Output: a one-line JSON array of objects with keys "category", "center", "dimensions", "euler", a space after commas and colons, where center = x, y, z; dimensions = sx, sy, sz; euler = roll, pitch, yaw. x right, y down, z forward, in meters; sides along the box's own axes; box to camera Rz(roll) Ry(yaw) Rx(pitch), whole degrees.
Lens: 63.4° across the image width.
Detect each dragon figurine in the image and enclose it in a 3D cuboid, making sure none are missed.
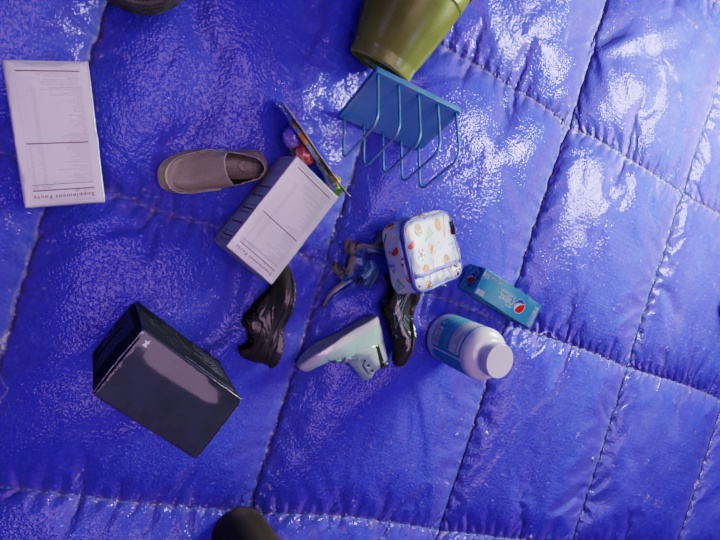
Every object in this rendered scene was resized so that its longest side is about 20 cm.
[{"category": "dragon figurine", "center": [0.000, 0.000, 1.181], "dimensions": [0.098, 0.059, 0.203], "euler": [26, 85, -27]}]

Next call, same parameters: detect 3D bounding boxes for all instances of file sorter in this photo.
[{"category": "file sorter", "center": [0.076, -0.259, 1.109], "dimensions": [0.197, 0.138, 0.125], "euler": [16, 60, -28]}]

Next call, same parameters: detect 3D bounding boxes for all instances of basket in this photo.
[{"category": "basket", "center": [-0.204, 0.545, 1.091], "dimensions": [0.134, 0.199, 0.184], "euler": [-1, 100, -26]}]

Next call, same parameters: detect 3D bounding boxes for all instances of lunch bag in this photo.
[{"category": "lunch bag", "center": [0.134, -0.035, 1.194], "dimensions": [0.198, 0.075, 0.163], "euler": [-16, 93, -47]}]

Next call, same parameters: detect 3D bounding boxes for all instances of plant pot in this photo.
[{"category": "plant pot", "center": [0.078, -0.465, 1.083], "dimensions": [0.198, 0.200, 0.195], "euler": [24, 99, -27]}]

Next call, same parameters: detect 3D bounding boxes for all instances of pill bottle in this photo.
[{"category": "pill bottle", "center": [0.235, 0.166, 1.247], "dimensions": [0.109, 0.199, 0.113], "euler": [-5, 101, -25]}]

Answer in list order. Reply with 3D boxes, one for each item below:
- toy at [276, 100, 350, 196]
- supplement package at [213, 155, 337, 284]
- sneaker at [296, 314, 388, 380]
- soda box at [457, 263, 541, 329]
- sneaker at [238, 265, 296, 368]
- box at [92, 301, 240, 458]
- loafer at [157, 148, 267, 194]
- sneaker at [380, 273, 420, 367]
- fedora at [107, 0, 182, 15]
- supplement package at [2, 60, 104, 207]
[{"category": "toy", "center": [-0.100, -0.214, 1.070], "dimensions": [0.047, 0.115, 0.201], "euler": [-40, 114, 0]}, {"category": "supplement package", "center": [-0.156, -0.094, 1.059], "dimensions": [0.114, 0.109, 0.201], "euler": [42, 79, -26]}, {"category": "sneaker", "center": [-0.027, 0.186, 1.187], "dimensions": [0.198, 0.073, 0.120], "euler": [-25, 103, -23]}, {"category": "soda box", "center": [0.323, 0.061, 1.348], "dimensions": [0.198, 0.068, 0.065], "euler": [31, 85, -27]}, {"category": "sneaker", "center": [-0.177, 0.082, 1.102], "dimensions": [0.089, 0.076, 0.204], "euler": [13, 90, -20]}, {"category": "box", "center": [-0.326, 0.175, 0.971], "dimensions": [0.200, 0.196, 0.125], "euler": [43, 79, -25]}, {"category": "loafer", "center": [-0.253, -0.179, 1.020], "dimensions": [0.197, 0.068, 0.077], "euler": [-15, 105, -23]}, {"category": "sneaker", "center": [0.078, 0.102, 1.239], "dimensions": [0.078, 0.075, 0.204], "euler": [7, 87, -17]}, {"category": "fedora", "center": [-0.345, -0.497, 0.908], "dimensions": [0.197, 0.091, 0.205], "euler": [-5, 101, -26]}, {"category": "supplement package", "center": [-0.459, -0.202, 0.882], "dimensions": [0.112, 0.109, 0.204], "euler": [-7, 101, -25]}]
